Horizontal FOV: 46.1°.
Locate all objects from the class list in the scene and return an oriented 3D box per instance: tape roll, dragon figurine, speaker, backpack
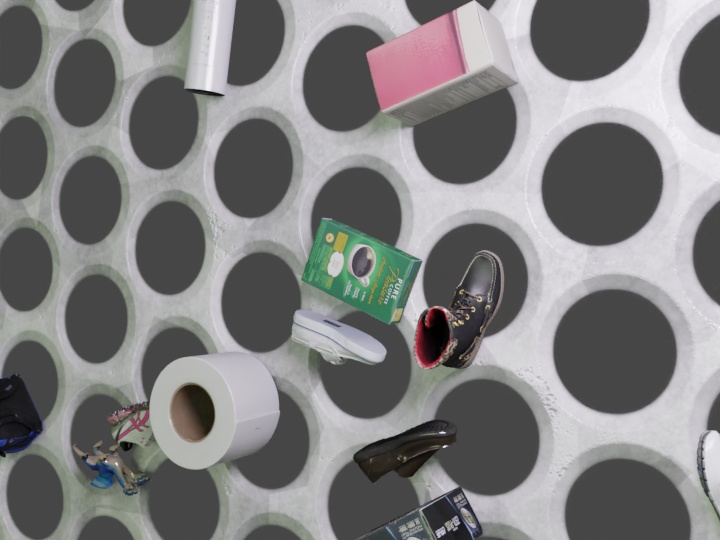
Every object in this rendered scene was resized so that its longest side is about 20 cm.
[{"bbox_3d":[-0.269,0.255,1.568,0.202,0.139,0.204,0,89,28],"label":"tape roll"},{"bbox_3d":[-0.525,0.409,1.742,0.199,0.059,0.100,-2,114,31],"label":"dragon figurine"},{"bbox_3d":[-0.287,-0.436,1.617,0.081,0.081,0.201,8,94,29],"label":"speaker"},{"bbox_3d":[-0.827,0.341,1.841,0.168,0.200,0.163,-44,71,21],"label":"backpack"}]

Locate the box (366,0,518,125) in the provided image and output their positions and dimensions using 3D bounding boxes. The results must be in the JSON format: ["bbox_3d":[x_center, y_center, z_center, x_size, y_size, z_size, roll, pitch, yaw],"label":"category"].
[{"bbox_3d":[0.131,-0.326,1.358,0.199,0.128,0.110,-19,80,27],"label":"box"}]

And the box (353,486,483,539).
[{"bbox_3d":[0.072,0.441,1.362,0.200,0.164,0.086,-34,74,24],"label":"box"}]

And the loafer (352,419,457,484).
[{"bbox_3d":[0.083,0.306,1.418,0.199,0.073,0.072,-25,87,32],"label":"loafer"}]

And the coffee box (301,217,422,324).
[{"bbox_3d":[0.000,0.000,1.475,0.199,0.044,0.124,24,101,27],"label":"coffee box"}]

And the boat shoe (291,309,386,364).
[{"bbox_3d":[-0.040,0.131,1.488,0.199,0.073,0.066,24,106,37],"label":"boat shoe"}]

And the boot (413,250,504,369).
[{"bbox_3d":[0.154,0.065,1.327,0.073,0.150,0.201,26,102,27],"label":"boot"}]

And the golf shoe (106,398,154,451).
[{"bbox_3d":[-0.423,0.305,1.696,0.199,0.072,0.093,-22,87,37],"label":"golf shoe"}]

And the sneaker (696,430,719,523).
[{"bbox_3d":[0.527,0.315,1.175,0.087,0.074,0.201,-21,86,15],"label":"sneaker"}]
